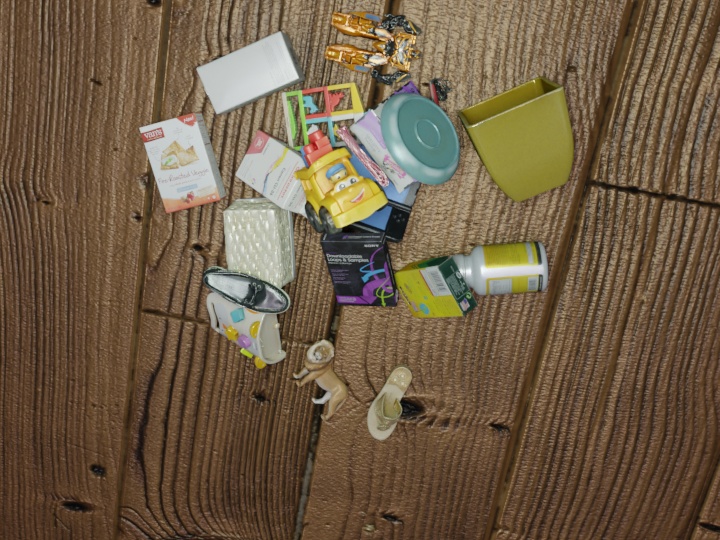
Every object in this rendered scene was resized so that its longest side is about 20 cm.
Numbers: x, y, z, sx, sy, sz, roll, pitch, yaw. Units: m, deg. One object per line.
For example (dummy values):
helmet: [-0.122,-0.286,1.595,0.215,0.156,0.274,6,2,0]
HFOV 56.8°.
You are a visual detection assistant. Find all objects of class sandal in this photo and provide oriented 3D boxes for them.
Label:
sandal: [0.067,0.331,1.607,0.077,0.070,0.212,21,105,0]

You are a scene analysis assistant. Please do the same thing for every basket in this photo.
basket: [-0.228,-0.058,1.506,0.135,0.123,0.200,-1,105,6]

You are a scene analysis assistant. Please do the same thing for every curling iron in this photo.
curling iron: [0.173,-0.321,1.398,0.049,0.026,0.200,2,68,-10]

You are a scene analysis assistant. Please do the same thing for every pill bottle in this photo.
pill bottle: [0.307,-0.003,1.478,0.200,0.112,0.112,-4,104,6]

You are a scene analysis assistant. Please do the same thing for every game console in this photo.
game console: [0.025,-0.179,1.460,0.200,0.176,0.117,19,134,0]

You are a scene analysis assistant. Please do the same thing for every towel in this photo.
towel: [0.010,-0.227,1.350,0.023,0.200,0.144,-40,94,7]

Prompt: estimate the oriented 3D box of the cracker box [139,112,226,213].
cracker box: [-0.400,-0.244,1.507,0.134,0.058,0.200,-13,102,8]

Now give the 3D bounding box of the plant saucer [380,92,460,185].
plant saucer: [0.127,-0.266,1.313,0.200,0.200,0.027,52,142,-8]

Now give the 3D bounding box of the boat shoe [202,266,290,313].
boat shoe: [-0.249,0.043,1.432,0.199,0.066,0.075,26,92,-1]

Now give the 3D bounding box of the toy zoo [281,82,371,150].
toy zoo: [-0.068,-0.336,1.455,0.200,0.020,0.132,-4,103,16]

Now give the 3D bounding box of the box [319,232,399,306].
box: [0.000,0.000,1.489,0.143,0.036,0.200,0,131,18]

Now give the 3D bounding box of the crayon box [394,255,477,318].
crayon box: [0.159,0.040,1.491,0.051,0.200,0.127,-35,103,-27]

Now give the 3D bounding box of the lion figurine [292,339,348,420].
lion figurine: [-0.082,0.266,1.613,0.122,0.072,0.200,-33,114,-1]

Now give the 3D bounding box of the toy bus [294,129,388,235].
toy bus: [-0.053,-0.182,1.311,0.136,0.200,0.192,-28,106,-14]

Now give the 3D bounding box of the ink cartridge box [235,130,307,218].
ink cartridge box: [-0.163,-0.205,1.442,0.200,0.067,0.117,35,102,27]

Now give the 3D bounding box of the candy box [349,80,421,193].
candy box: [0.092,-0.279,1.376,0.071,0.200,0.168,-31,102,40]

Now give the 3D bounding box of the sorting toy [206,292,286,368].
sorting toy: [-0.281,0.127,1.558,0.180,0.107,0.200,19,132,25]

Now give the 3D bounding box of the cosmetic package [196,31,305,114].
cosmetic package: [-0.234,-0.423,1.432,0.200,0.085,0.108,-19,101,10]

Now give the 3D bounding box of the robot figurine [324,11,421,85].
robot figurine: [0.030,-0.475,1.407,0.200,0.058,0.145,12,106,2]

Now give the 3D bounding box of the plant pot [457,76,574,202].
plant pot: [0.333,-0.260,1.376,0.194,0.196,0.200,-21,111,10]
